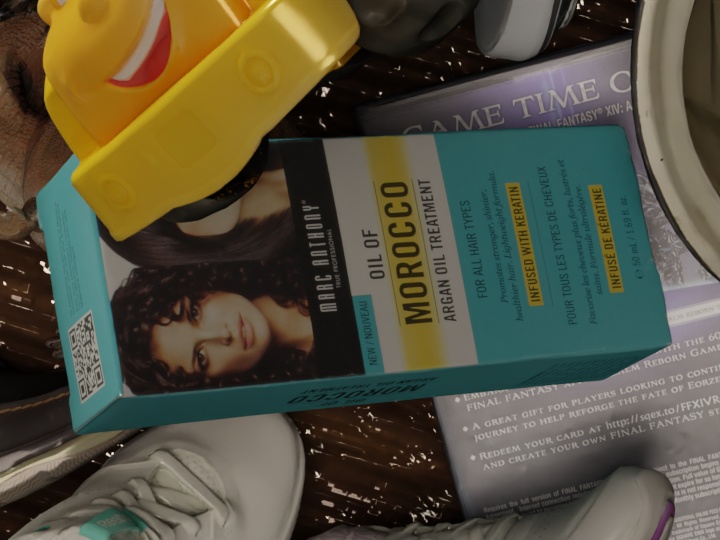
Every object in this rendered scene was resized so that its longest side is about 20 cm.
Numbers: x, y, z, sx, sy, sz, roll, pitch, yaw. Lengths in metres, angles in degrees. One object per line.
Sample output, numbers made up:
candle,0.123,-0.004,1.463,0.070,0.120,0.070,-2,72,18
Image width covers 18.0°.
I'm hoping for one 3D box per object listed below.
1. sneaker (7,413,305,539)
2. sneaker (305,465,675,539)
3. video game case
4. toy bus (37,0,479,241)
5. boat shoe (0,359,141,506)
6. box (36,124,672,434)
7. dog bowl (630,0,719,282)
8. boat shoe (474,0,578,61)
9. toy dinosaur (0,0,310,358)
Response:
sneaker,-0.085,0.101,0.784,0.075,0.200,0.089,39,145,13
sneaker,0.026,0.122,0.816,0.100,0.075,0.200,49,118,3
video game case,0.092,0.018,0.834,0.142,0.019,0.201,-14,98,8
toy bus,-0.047,-0.137,0.661,0.192,0.200,0.136,48,133,-10
boat shoe,-0.165,0.058,0.841,0.199,0.074,0.074,-20,92,4
box,0.000,0.000,0.745,0.199,0.049,0.083,-5,75,-26
dog bowl,0.181,-0.079,0.762,0.199,0.074,0.201,-2,106,-6
boat shoe,0.090,-0.165,0.776,0.068,0.074,0.200,13,90,-14
toy dinosaur,-0.074,-0.042,0.815,0.199,0.136,0.086,12,145,-17
